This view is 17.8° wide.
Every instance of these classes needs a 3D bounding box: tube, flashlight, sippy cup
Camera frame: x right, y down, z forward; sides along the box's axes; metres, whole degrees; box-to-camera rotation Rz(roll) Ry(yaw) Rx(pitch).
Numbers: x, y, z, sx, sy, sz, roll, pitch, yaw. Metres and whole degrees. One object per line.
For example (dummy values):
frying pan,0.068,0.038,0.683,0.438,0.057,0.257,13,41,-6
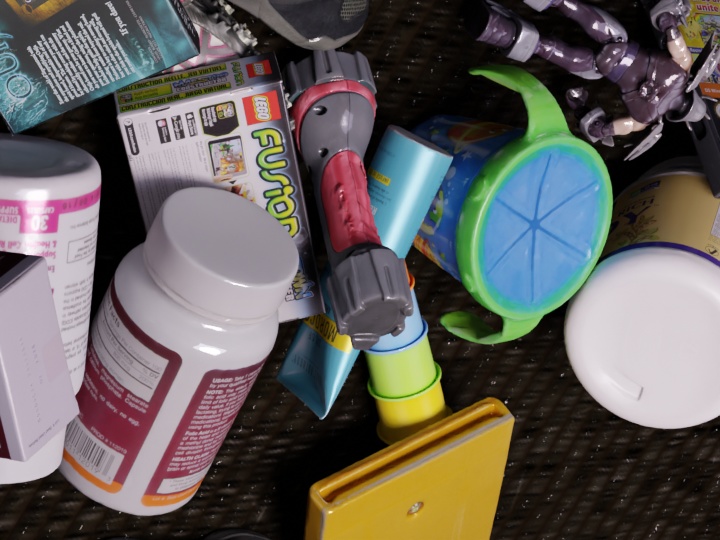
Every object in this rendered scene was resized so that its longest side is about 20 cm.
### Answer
tube,0.000,0.000,1.598,0.050,0.077,0.201,21,99,-27
flashlight,-0.006,-0.053,1.537,0.068,0.201,0.068,-24,146,17
sippy cup,0.089,-0.049,1.648,0.139,0.130,0.179,36,83,-43

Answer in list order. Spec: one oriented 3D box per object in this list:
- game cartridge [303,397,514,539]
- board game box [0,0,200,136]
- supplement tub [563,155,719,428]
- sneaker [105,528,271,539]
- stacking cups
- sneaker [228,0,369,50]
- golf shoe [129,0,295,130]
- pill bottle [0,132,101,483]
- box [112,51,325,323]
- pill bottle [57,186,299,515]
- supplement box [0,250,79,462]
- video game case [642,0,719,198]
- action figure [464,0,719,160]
game cartridge,0.028,0.201,1.730,0.175,0.032,0.201,-24,144,-29
board game box,-0.199,-0.189,1.398,0.134,0.028,0.201,-22,125,9
supplement tub,0.239,0.011,1.732,0.200,0.144,0.146,-60,148,-58
sneaker,-0.116,0.228,1.622,0.199,0.104,0.060,4,105,-38
stacking cups,0.022,0.028,1.683,0.060,0.060,0.201,-26,119,-27
sneaker,-0.026,-0.210,1.493,0.114,0.077,0.199,-31,153,20
golf shoe,-0.120,-0.149,1.501,0.088,0.077,0.200,-39,125,4
pill bottle,-0.226,0.024,1.449,0.113,0.113,0.202,-6,111,-36
box,-0.091,-0.043,1.525,0.109,0.035,0.201,-12,130,-4
pill bottle,-0.121,0.052,1.497,0.114,0.114,0.201,0,132,-37
supplement box,-0.271,0.040,1.363,0.061,0.199,0.110,-44,134,-49
video game case,0.319,-0.137,1.785,0.199,0.025,0.182,1,63,-37
action figure,0.177,-0.161,1.673,0.199,0.069,0.131,29,105,-16
